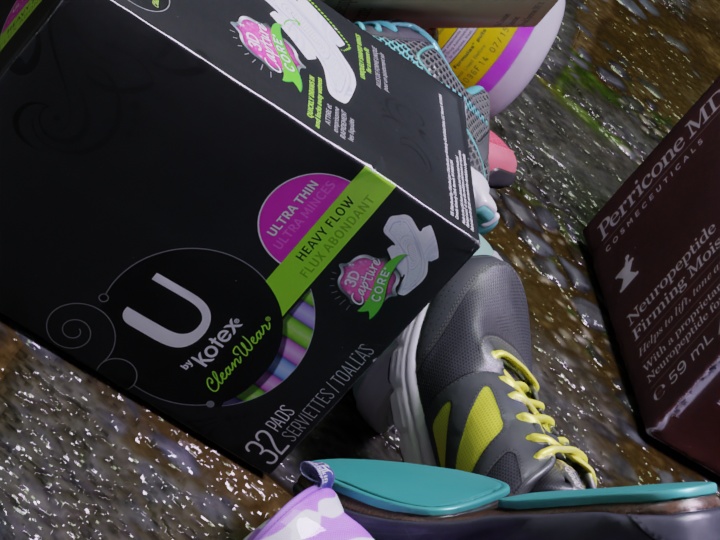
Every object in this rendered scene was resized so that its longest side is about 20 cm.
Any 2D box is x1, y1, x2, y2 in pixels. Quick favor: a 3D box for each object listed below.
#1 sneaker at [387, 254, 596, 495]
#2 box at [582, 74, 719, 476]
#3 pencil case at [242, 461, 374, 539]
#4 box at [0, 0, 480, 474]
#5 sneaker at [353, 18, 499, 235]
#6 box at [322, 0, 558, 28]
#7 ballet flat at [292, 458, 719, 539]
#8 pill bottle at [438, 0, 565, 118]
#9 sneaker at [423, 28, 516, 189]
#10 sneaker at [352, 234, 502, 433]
[{"bbox_3d":[0.063,0.081,1.161,0.074,0.084,0.201,29,52,-40],"label":"sneaker"},{"bbox_3d":[0.247,0.013,1.550,0.164,0.166,0.200,29,25,-24],"label":"box"},{"bbox_3d":[0.020,0.169,1.028,0.200,0.084,0.086,48,0,12],"label":"pencil case"},{"bbox_3d":[-0.074,-0.043,1.166,0.200,0.149,0.124,33,25,-19],"label":"box"},{"bbox_3d":[-0.003,-0.094,1.414,0.200,0.077,0.092,38,50,-39],"label":"sneaker"},{"bbox_3d":[-0.001,-0.168,1.436,0.199,0.078,0.095,-2,-7,-7],"label":"box"},{"bbox_3d":[0.051,0.109,1.056,0.073,0.199,0.073,-1,91,-48],"label":"ballet flat"},{"bbox_3d":[0.010,-0.173,1.591,0.200,0.104,0.104,33,24,-20],"label":"pill bottle"},{"bbox_3d":[0.015,-0.122,1.505,0.200,0.087,0.074,38,1,-8],"label":"sneaker"},{"bbox_3d":[0.000,0.000,1.302,0.118,0.074,0.200,43,16,-2],"label":"sneaker"}]
